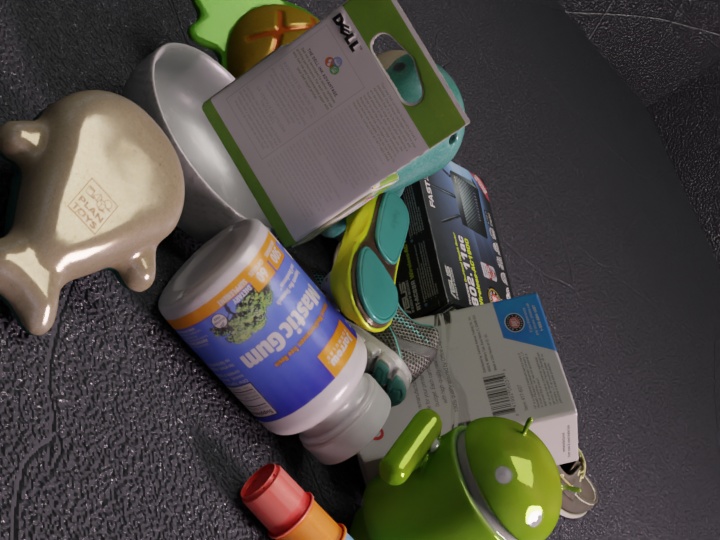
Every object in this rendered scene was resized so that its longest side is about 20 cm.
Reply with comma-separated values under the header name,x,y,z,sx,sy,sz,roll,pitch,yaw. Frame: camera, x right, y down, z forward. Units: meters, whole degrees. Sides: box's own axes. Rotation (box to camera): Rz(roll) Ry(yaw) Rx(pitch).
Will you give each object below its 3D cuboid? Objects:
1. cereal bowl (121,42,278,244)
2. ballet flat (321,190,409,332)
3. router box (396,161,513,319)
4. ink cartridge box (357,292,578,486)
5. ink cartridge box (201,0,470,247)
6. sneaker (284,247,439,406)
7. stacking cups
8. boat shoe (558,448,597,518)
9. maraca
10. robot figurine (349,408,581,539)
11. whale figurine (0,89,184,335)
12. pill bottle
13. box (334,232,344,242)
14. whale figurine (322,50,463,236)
name,x,y,z,sx,sy,sz,roll,pitch,yaw
cereal bowl,-0.146,-0.099,1.161,0.200,0.083,0.201,44,26,-28
ballet flat,0.000,0.000,1.132,0.067,0.067,0.201,53,26,-22
router box,0.090,-0.025,1.372,0.149,0.062,0.202,21,50,-49
ink cartridge box,0.088,0.119,1.200,0.085,0.198,0.147,77,1,-49
ink cartridge box,-0.013,-0.135,1.111,0.149,0.199,0.076,59,22,1
sneaker,-0.010,0.039,1.187,0.200,0.078,0.091,41,54,22
stacking cups,-0.017,0.237,1.024,0.200,0.060,0.061,48,24,-18
boat shoe,0.234,0.235,1.544,0.201,0.060,0.072,39,28,-38
maraca,-0.084,-0.210,1.275,0.200,0.107,0.137,49,61,-11
robot figurine,0.083,0.199,1.089,0.176,0.199,0.116,53,21,-13
whale figurine,-0.218,-0.040,0.948,0.159,0.103,0.201,48,48,-23
pill bottle,-0.065,0.064,1.077,0.200,0.112,0.112,49,24,-19
box,0.030,-0.051,1.468,0.200,0.082,0.049,34,32,-46
whale figurine,0.028,-0.117,1.245,0.200,0.103,0.160,-53,150,-28
